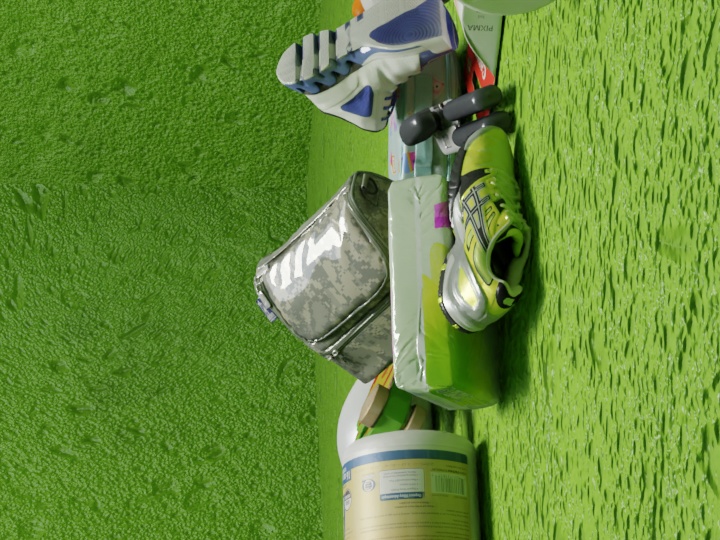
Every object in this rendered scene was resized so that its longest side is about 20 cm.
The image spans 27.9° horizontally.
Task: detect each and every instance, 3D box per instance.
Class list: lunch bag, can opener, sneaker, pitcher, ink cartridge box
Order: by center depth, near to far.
[{"bbox_3d":[0.124,-0.042,1.304,0.076,0.075,0.202,-22,54,45],"label":"sneaker"},{"bbox_3d":[0.089,-0.143,1.450,0.200,0.066,0.054,179,69,-78],"label":"can opener"},{"bbox_3d":[0.108,-0.263,1.489,0.163,0.050,0.202,-99,14,-59],"label":"ink cartridge box"},{"bbox_3d":[0.000,0.000,1.542,0.200,0.167,0.140,-42,19,37],"label":"lunch bag"},{"bbox_3d":[0.022,-0.215,1.549,0.115,0.198,0.081,46,-143,-46],"label":"sneaker"},{"bbox_3d":[0.074,-0.152,1.643,0.160,0.076,0.202,137,133,-85],"label":"lunch bag"},{"bbox_3d":[0.045,0.162,1.816,0.172,0.120,0.202,131,153,-57],"label":"pitcher"}]

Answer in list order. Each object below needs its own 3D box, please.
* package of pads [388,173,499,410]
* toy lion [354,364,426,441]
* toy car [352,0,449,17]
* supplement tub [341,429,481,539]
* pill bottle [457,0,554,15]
[{"bbox_3d":[0.081,0.026,1.381,0.154,0.068,0.202,30,-124,-65],"label":"package of pads"},{"bbox_3d":[0.037,0.136,1.661,0.201,0.068,0.192,-66,5,-36],"label":"toy lion"},{"bbox_3d":[0.028,-0.367,1.599,0.175,0.148,0.202,-43,-40,-61],"label":"toy car"},{"bbox_3d":[0.054,0.278,1.496,0.145,0.143,0.202,105,164,-68],"label":"supplement tub"},{"bbox_3d":[0.111,-0.314,1.150,0.115,0.113,0.202,101,168,-59],"label":"pill bottle"}]
